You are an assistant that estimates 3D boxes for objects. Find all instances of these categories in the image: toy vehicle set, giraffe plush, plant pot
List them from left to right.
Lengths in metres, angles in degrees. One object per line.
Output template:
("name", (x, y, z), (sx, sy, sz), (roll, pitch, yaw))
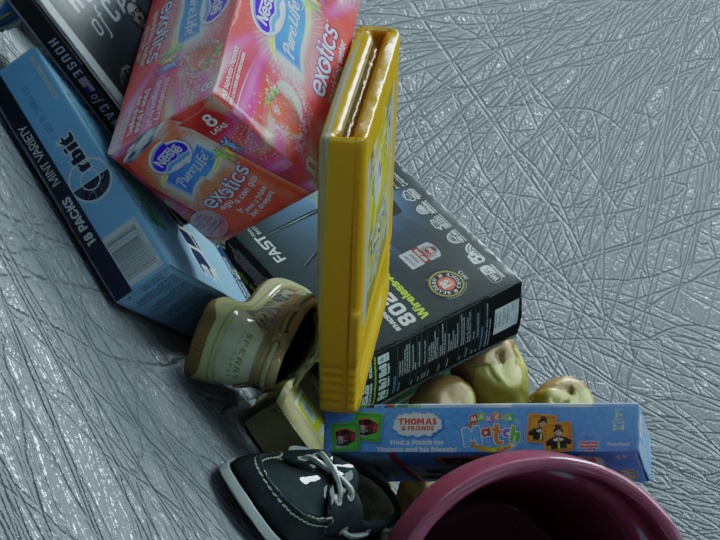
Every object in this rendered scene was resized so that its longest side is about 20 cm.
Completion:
("toy vehicle set", (-0.025, 0.131, 1.618), (0.124, 0.027, 0.200), (56, 7, -3))
("giraffe plush", (0.095, 0.169, 1.747), (0.200, 0.173, 0.162), (46, -33, -2))
("plant pot", (0.093, 0.210, 1.468), (0.200, 0.200, 0.179), (55, -9, -5))

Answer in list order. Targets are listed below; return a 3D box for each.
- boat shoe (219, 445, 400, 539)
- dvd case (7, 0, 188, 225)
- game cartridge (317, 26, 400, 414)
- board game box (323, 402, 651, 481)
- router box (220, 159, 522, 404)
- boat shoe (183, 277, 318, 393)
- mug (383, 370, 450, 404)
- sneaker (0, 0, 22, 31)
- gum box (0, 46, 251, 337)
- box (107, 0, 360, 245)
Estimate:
("boat shoe", (-0.028, 0.137, 1.423), (0.076, 0.060, 0.200), (57, 7, 16))
("dvd case", (-0.140, -0.145, 1.501), (0.200, 0.025, 0.150), (54, 35, -15))
("game cartridge", (0.000, -0.030, 1.475), (0.176, 0.032, 0.200), (-74, 166, -60))
("board game box", (0.087, 0.115, 1.527), (0.151, 0.200, 0.037), (53, 38, -74))
("router box", (0.000, 0.000, 1.707), (0.200, 0.150, 0.062), (44, -31, 35))
("boat shoe", (-0.054, 0.051, 1.517), (0.063, 0.073, 0.200), (20, 11, 14))
("mug", (0.048, 0.080, 1.841), (0.185, 0.152, 0.114), (52, 18, -51))
("sneaker", (-0.269, -0.239, 1.461), (0.200, 0.076, 0.077), (53, 3, -11))
("gum box", (-0.149, -0.043, 1.502), (0.170, 0.045, 0.200), (57, 6, 17))
("box", (-0.076, -0.131, 1.469), (0.103, 0.095, 0.200), (41, 40, -29))
